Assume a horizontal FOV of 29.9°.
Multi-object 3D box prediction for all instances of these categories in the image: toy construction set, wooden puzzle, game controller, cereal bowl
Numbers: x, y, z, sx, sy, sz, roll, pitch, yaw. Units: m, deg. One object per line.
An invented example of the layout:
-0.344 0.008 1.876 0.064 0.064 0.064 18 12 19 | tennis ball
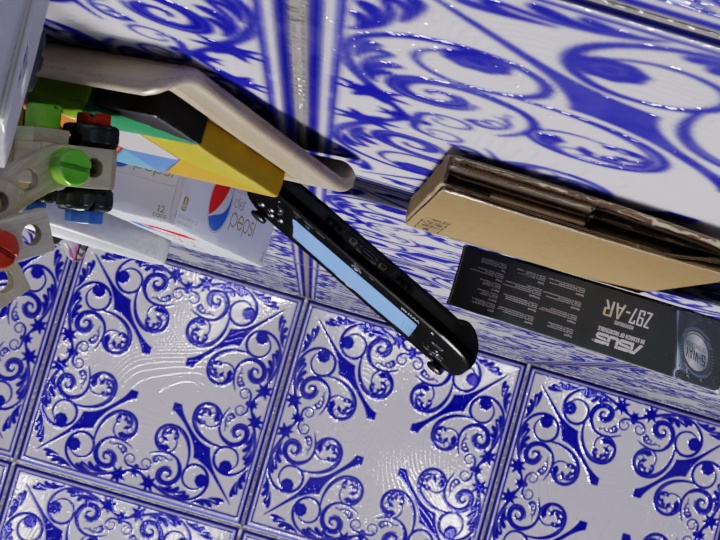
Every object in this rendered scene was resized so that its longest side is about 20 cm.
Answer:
-0.202 -0.052 0.684 0.131 0.093 0.200 3 -161 -41 | toy construction set
-0.123 -0.084 0.758 0.184 0.038 0.200 14 175 30 | wooden puzzle
0.000 0.000 0.923 0.200 0.042 0.104 40 179 4 | game controller
-0.236 -0.070 1.055 0.199 0.084 0.200 17 176 1 | cereal bowl

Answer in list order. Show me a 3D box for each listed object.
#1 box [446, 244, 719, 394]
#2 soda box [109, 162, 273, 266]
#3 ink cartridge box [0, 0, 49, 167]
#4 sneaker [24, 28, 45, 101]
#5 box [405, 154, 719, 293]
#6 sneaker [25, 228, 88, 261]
0.183 0.036 0.933 0.199 0.044 0.160 18 -177 29 | box
-0.122 -0.053 0.982 0.068 0.064 0.200 14 176 15 | soda box
-0.198 -0.106 0.426 0.199 0.084 0.144 18 175 -14 | ink cartridge box
-0.237 -0.111 0.614 0.199 0.076 0.087 14 169 30 | sneaker
0.113 -0.021 0.772 0.162 0.021 0.200 16 176 -2 | box
-0.457 -0.077 2.012 0.086 0.081 0.200 27 170 13 | sneaker
